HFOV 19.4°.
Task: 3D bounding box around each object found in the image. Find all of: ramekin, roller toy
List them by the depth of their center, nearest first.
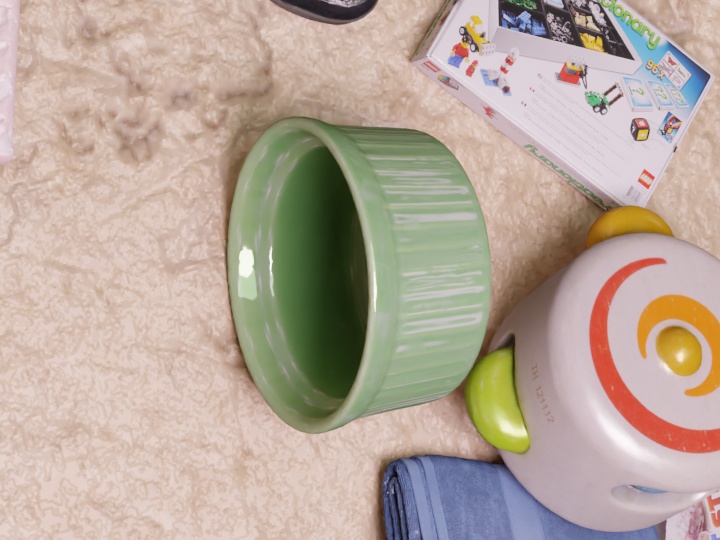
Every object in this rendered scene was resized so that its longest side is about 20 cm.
[{"bbox_3d":[0.000,0.000,1.358,0.097,0.200,0.202,-5,90,-29],"label":"ramekin"},{"bbox_3d":[0.189,0.073,1.434,0.182,0.140,0.200,42,57,-3],"label":"roller toy"}]

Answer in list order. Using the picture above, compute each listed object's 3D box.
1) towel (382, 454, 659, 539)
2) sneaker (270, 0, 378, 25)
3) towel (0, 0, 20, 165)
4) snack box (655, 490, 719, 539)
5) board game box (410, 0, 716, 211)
[{"bbox_3d":[0.112,0.185,1.457,0.199,0.049,0.112,6,55,-23],"label":"towel"},{"bbox_3d":[-0.053,-0.242,1.388,0.076,0.114,0.200,-46,106,-15],"label":"sneaker"},{"bbox_3d":[-0.310,-0.169,1.324,0.199,0.032,0.193,5,86,-21],"label":"towel"},{"bbox_3d":[0.246,0.213,1.535,0.071,0.024,0.201,-16,94,-21],"label":"snack box"},{"bbox_3d":[0.147,-0.144,1.505,0.200,0.035,0.127,36,75,-17],"label":"board game box"}]
